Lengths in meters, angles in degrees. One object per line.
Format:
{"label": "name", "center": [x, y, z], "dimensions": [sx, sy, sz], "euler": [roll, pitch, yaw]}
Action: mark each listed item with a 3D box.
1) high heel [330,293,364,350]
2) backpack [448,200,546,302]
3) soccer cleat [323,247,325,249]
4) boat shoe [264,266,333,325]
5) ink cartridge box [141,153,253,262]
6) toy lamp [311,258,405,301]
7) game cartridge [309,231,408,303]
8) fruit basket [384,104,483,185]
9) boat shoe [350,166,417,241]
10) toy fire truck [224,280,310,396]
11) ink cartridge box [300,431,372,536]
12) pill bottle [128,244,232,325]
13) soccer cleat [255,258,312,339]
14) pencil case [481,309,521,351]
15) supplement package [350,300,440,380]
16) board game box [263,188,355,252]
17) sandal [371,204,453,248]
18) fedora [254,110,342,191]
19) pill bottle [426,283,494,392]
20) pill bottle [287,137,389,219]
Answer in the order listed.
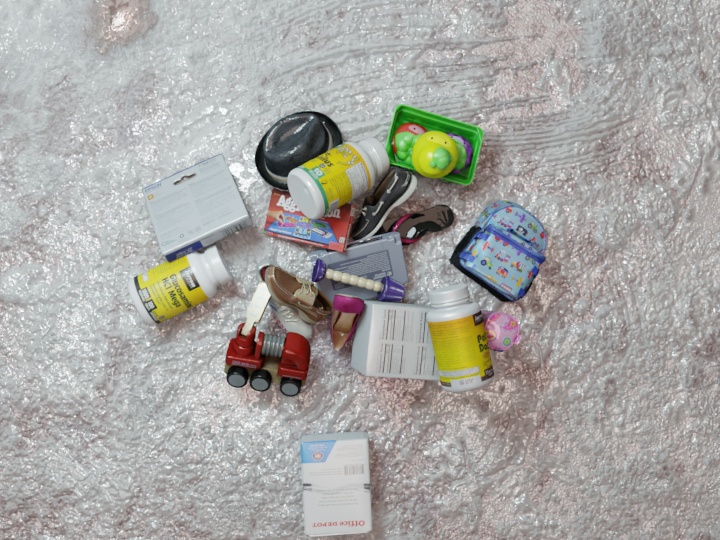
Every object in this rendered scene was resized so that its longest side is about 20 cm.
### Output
{"label": "high heel", "center": [-0.032, 0.109, 1.629], "dimensions": [0.067, 0.200, 0.096], "euler": [11, 75, 3]}
{"label": "backpack", "center": [0.320, -0.052, 1.693], "dimensions": [0.182, 0.135, 0.200], "euler": [37, 85, -4]}
{"label": "soccer cleat", "center": [-0.077, -0.122, 1.700], "dimensions": [0.077, 0.069, 0.200], "euler": [-11, 93, -1]}
{"label": "boat shoe", "center": [-0.124, 0.044, 1.627], "dimensions": [0.072, 0.200, 0.076], "euler": [-18, 55, 25]}
{"label": "ink cartridge box", "center": [-0.351, -0.136, 1.668], "dimensions": [0.196, 0.043, 0.200], "euler": [-25, 55, -3]}
{"label": "toy lamp", "center": [-0.002, 0.026, 1.657], "dimensions": [0.200, 0.058, 0.058], "euler": [14, 89, -13]}
{"label": "game cartridge", "center": [0.000, 0.000, 1.694], "dimensions": [0.200, 0.041, 0.133], "euler": [-13, 113, -2]}
{"label": "fruit basket", "center": [0.154, -0.259, 1.642], "dimensions": [0.215, 0.216, 0.156], "euler": [15, 81, -4]}
{"label": "boat shoe", "center": [0.036, -0.141, 1.670], "dimensions": [0.060, 0.074, 0.200], "euler": [29, 123, -29]}
{"label": "toy fire truck", "center": [-0.187, 0.142, 1.640], "dimensions": [0.176, 0.129, 0.200], "euler": [10, 126, -3]}
{"label": "ink cartridge box", "center": [-0.053, 0.460, 1.690], "dimensions": [0.146, 0.086, 0.200], "euler": [-2, 91, -3]}
{"label": "pill bottle", "center": [-0.380, 0.027, 1.655], "dimensions": [0.200, 0.112, 0.113], "euler": [-27, 92, -3]}
{"label": "soccer cleat", "center": [-0.169, 0.067, 1.682], "dimensions": [0.070, 0.086, 0.200], "euler": [-31, 92, -3]}
{"label": "pencil case", "center": [0.275, 0.127, 1.654], "dimensions": [0.087, 0.200, 0.088], "euler": [0, 88, -8]}
{"label": "supplement package", "center": [0.097, 0.147, 1.654], "dimensions": [0.200, 0.152, 0.151], "euler": [5, 90, -13]}
{"label": "board game box", "center": [-0.112, -0.109, 1.673], "dimensions": [0.200, 0.019, 0.103], "euler": [13, 92, 24]}
{"label": "sandal", "center": [0.113, -0.094, 1.722], "dimensions": [0.200, 0.045, 0.075], "euler": [-24, 92, -3]}
{"label": "fedora", "center": [-0.138, -0.270, 1.657], "dimensions": [0.200, 0.092, 0.201], "euler": [-2, 73, 8]}
{"label": "pill bottle", "center": [0.194, 0.132, 1.542], "dimensions": [0.109, 0.109, 0.200], "euler": [-13, 95, -4]}
{"label": "pill bottle", "center": [-0.041, -0.197, 1.609], "dimensions": [0.200, 0.113, 0.113], "euler": [-31, 92, -24]}
